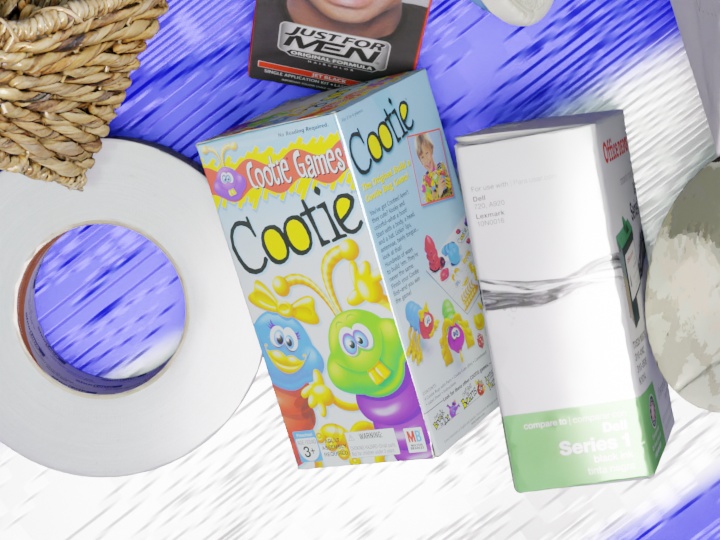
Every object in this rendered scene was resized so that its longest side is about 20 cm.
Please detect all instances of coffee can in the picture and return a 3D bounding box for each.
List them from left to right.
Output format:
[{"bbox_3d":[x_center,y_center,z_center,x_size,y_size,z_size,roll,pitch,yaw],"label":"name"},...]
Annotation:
[{"bbox_3d":[0.282,0.023,1.061,0.199,0.146,0.147,12,96,-32],"label":"coffee can"}]

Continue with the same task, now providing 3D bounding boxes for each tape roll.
[{"bbox_3d":[-0.152,0.020,1.141,0.199,0.066,0.202,0,95,0],"label":"tape roll"}]

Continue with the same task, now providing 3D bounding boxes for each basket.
[{"bbox_3d":[-0.227,-0.157,1.053,0.199,0.143,0.150,29,96,28],"label":"basket"}]

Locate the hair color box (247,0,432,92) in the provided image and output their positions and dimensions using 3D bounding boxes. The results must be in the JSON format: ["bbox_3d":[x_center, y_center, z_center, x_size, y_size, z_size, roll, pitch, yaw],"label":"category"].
[{"bbox_3d":[-0.006,-0.176,1.056,0.101,0.200,0.062,11,62,0],"label":"hair color box"}]

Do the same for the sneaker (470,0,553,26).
[{"bbox_3d":[0.029,-0.220,1.121,0.200,0.111,0.077,42,66,-35],"label":"sneaker"}]

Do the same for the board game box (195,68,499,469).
[{"bbox_3d":[0.000,0.000,1.093,0.102,0.105,0.201,-9,103,35],"label":"board game box"}]

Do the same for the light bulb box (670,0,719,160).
[{"bbox_3d":[0.274,-0.189,1.049,0.199,0.125,0.199,-11,57,1],"label":"light bulb box"}]

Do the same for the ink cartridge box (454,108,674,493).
[{"bbox_3d":[0.122,0.011,1.094,0.084,0.146,0.201,-8,96,15],"label":"ink cartridge box"}]
